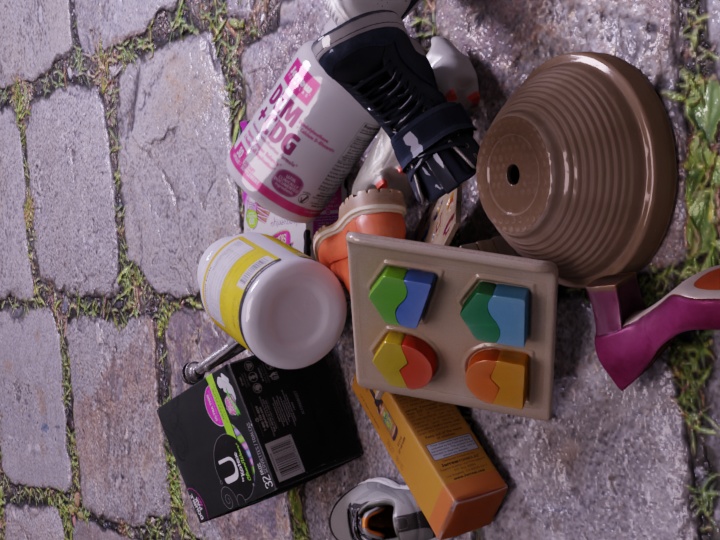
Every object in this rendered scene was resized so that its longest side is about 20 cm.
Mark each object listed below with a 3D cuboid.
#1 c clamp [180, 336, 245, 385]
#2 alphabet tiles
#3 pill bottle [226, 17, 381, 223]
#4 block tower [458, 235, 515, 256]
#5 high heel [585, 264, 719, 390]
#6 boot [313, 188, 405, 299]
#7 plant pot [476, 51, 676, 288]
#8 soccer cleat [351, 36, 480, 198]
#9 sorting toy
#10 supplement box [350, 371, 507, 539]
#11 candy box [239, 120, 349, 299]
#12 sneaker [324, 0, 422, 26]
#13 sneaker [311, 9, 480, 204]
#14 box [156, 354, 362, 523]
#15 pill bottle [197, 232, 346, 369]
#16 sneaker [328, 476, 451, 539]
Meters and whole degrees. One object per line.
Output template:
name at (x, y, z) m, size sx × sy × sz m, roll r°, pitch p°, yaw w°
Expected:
c clamp at (-0.147, 0.086, 1.641) m, size 0.027 × 0.170 × 0.200 m, roll 56°, pitch 149°, yaw 1°
alphabet tiles at (0.057, -0.001, 1.378) m, size 0.168 × 0.007 × 0.201 m, roll -82°, pitch 14°, yaw -52°
pill bottle at (-0.038, -0.157, 1.447) m, size 0.201 × 0.113 × 0.114 m, roll -53°, pitch 49°, yaw 19°
block tower at (0.091, 0.037, 1.341) m, size 0.058 × 0.054 × 0.200 m, roll 70°, pitch 154°, yaw 20°
high heel at (0.261, 0.050, 1.125) m, size 0.199 × 0.067 × 0.097 m, roll 1°, pitch 112°, yaw 58°
boot at (0.000, 0.000, 1.443) m, size 0.200 × 0.074 × 0.108 m, roll 126°, pitch 138°, yaw -71°
plant pot at (0.163, -0.083, 1.213) m, size 0.200 × 0.092 × 0.203 m, roll 9°, pitch 101°, yaw 55°
soccer cleat at (0.049, -0.137, 1.405) m, size 0.200 × 0.069 × 0.078 m, roll -54°, pitch 46°, yaw 36°
sorting toy at (0.078, 0.056, 1.259) m, size 0.183 × 0.037 × 0.201 m, roll 9°, pitch 135°, yaw 15°
supplement box at (0.063, 0.160, 1.412) m, size 0.201 × 0.068 × 0.067 m, roll 57°, pitch 146°, yaw 33°
candy box at (-0.074, -0.069, 1.598) m, size 0.136 × 0.061 × 0.202 m, roll 3°, pitch 97°, yaw 55°
sneaker at (0.056, -0.280, 1.283) m, size 0.129 × 0.199 × 0.080 m, roll -34°, pitch 93°, yaw 40°
sneaker at (0.038, -0.137, 1.240) m, size 0.077 × 0.202 × 0.147 m, roll -29°, pitch 76°, yaw 19°
box at (-0.118, 0.181, 1.626) m, size 0.200 × 0.124 × 0.150 m, roll -32°, pitch 77°, yaw 54°
pill bottle at (-0.100, 0.023, 1.486) m, size 0.200 × 0.111 × 0.113 m, roll -152°, pitch 62°, yaw -63°
sneaker at (0.017, 0.254, 1.489) m, size 0.200 × 0.079 × 0.075 m, roll -21°, pitch 78°, yaw 57°
